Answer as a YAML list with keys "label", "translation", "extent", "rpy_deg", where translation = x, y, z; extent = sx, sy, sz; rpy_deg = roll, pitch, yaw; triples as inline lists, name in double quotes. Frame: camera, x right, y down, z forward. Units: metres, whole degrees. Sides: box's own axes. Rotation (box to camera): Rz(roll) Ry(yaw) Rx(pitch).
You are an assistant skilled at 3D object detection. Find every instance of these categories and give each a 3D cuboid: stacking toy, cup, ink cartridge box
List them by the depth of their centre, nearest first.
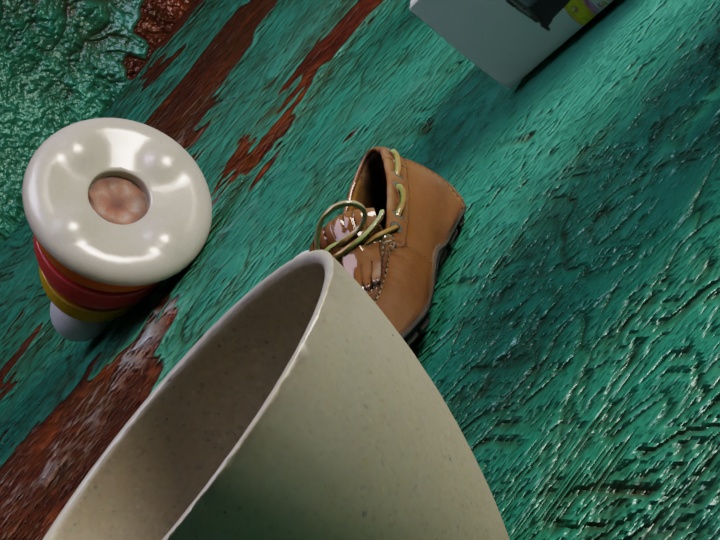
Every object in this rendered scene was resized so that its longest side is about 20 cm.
- label: "cup"
  translation: [-0.024, 0.115, 1.088]
  extent: [0.200, 0.143, 0.200]
  rpy_deg: [-47, 12, 13]
- label: "ink cartridge box"
  translation: [0.133, -0.217, 1.680]
  extent: [0.200, 0.085, 0.148]
  rpy_deg: [-41, 15, 45]
- label: "stacking toy"
  translation: [-0.203, -0.011, 2.298]
  extent: [0.146, 0.146, 0.200]
  rpy_deg: [-58, -3, -35]

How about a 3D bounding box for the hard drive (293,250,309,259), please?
- label: "hard drive"
  translation: [-0.060, 0.067, 1.679]
  extent: [0.132, 0.027, 0.200]
  rpy_deg: [-49, 12, 8]

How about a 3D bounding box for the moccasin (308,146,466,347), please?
- label: "moccasin"
  translation: [0.001, -0.001, 1.523]
  extent: [0.074, 0.078, 0.202]
  rpy_deg: [-41, 15, 38]
